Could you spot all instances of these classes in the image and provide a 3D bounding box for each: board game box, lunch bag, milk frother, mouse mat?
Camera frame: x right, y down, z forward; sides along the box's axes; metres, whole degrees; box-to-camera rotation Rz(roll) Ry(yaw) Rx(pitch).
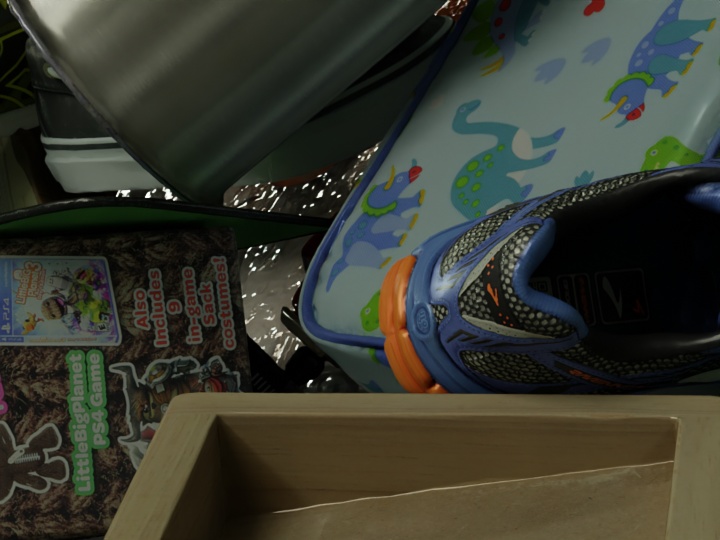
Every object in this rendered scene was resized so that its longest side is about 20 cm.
[{"bbox_3d":[-0.156,0.050,0.984,0.159,0.199,0.097,-18,77,62],"label":"board game box"},{"bbox_3d":[0.079,-0.033,0.956,0.160,0.082,0.200,7,59,47],"label":"lunch bag"},{"bbox_3d":[-0.040,-0.160,1.005,0.188,0.181,0.200,-39,23,9],"label":"milk frother"},{"bbox_3d":[-0.124,-0.004,1.007,0.199,0.161,0.008,-9,84,26],"label":"mouse mat"}]

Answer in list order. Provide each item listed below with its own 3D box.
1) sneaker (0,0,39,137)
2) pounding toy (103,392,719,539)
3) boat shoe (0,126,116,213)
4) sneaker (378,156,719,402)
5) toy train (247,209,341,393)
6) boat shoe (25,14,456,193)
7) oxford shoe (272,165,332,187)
[{"bbox_3d":[-0.153,-0.092,1.142,0.200,0.074,0.085,-42,-13,-36],"label":"sneaker"},{"bbox_3d":[0.037,0.133,0.739,0.199,0.143,0.184,0,23,9],"label":"pounding toy"},{"bbox_3d":[-0.142,-0.025,1.222,0.066,0.074,0.200,-47,22,11],"label":"boat shoe"},{"bbox_3d":[0.108,0.000,0.824,0.199,0.076,0.078,-15,-7,-21],"label":"sneaker"},{"bbox_3d":[0.000,0.000,1.051,0.200,0.046,0.034,-46,31,-2],"label":"toy train"},{"bbox_3d":[-0.050,-0.074,1.081,0.199,0.071,0.072,-9,24,35],"label":"boat shoe"},{"bbox_3d":[-0.062,-0.101,1.218,0.071,0.073,0.200,-47,31,-5],"label":"oxford shoe"}]
